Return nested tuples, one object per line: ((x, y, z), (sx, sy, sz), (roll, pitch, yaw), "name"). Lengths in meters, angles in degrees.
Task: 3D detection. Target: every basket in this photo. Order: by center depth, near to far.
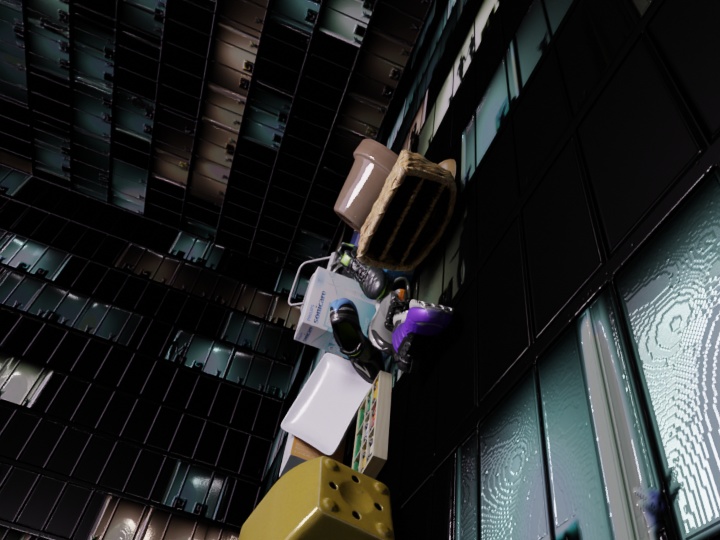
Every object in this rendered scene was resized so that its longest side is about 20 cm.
((0.094, -0.095, 1.088), (0.202, 0.141, 0.149), (-61, 8, 22), "basket")

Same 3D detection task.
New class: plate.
((-0.063, 0.288, 1.284), (0.198, 0.032, 0.201), (9, 59, 50), "plate")

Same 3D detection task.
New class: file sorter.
((-0.066, 0.076, 1.494), (0.123, 0.200, 0.140), (-10, 50, 37), "file sorter")

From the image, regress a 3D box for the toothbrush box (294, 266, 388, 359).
((-0.027, 0.102, 1.269), (0.086, 0.197, 0.148), (119, 169, -52), "toothbrush box")

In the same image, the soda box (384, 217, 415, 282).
((0.089, -0.079, 1.220), (0.068, 0.063, 0.203), (-114, 31, -61), "soda box")

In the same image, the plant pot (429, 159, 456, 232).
((0.151, -0.146, 1.264), (0.200, 0.027, 0.203), (-159, 89, -82), "plant pot")

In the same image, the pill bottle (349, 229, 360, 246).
((0.023, -0.061, 1.660), (0.111, 0.109, 0.203), (166, 124, -81), "pill bottle")

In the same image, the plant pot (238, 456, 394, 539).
((-0.050, 0.385, 0.816), (0.202, 0.194, 0.195), (-59, 10, 15), "plant pot")

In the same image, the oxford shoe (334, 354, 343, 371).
((-0.025, 0.220, 1.453), (0.072, 0.071, 0.200), (-56, 3, 14), "oxford shoe")

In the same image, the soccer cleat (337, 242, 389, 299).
((0.000, 0.000, 1.235), (0.068, 0.080, 0.200), (-58, 25, 13), "soccer cleat")

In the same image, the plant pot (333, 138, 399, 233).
((0.031, -0.176, 1.388), (0.175, 0.199, 0.200), (-52, 7, -3), "plant pot")

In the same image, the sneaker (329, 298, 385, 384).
((-0.012, 0.150, 1.150), (0.083, 0.070, 0.201), (-75, -35, -55), "sneaker")

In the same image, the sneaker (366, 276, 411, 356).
((0.062, 0.086, 1.154), (0.080, 0.073, 0.201), (-59, 13, 35), "sneaker")

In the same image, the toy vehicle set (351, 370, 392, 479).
((0.020, 0.298, 1.086), (0.201, 0.026, 0.125), (-81, 13, -55), "toy vehicle set")

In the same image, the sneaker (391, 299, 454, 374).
((0.092, 0.110, 0.920), (0.200, 0.068, 0.101), (120, 161, -73), "sneaker")

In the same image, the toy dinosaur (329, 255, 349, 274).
((0.017, -0.018, 1.394), (0.135, 0.103, 0.200), (-30, 11, 43), "toy dinosaur")

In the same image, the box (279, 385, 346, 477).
((-0.101, 0.388, 1.377), (0.201, 0.123, 0.098), (-81, 13, -51), "box")
